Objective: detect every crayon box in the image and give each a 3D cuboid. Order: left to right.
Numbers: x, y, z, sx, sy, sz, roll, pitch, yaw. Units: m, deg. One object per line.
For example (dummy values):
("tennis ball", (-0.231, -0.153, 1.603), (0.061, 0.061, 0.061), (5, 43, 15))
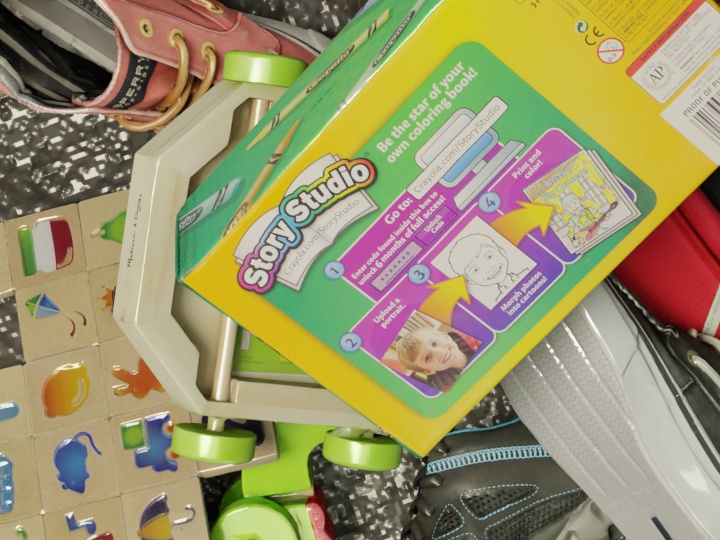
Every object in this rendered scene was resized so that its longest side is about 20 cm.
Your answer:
("crayon box", (0.041, -0.043, 0.735), (0.119, 0.058, 0.200), (37, 109, -22))

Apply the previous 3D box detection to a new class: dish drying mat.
("dish drying mat", (0.098, -0.022, 0.821), (0.076, 0.018, 0.200), (-17, 127, 39))

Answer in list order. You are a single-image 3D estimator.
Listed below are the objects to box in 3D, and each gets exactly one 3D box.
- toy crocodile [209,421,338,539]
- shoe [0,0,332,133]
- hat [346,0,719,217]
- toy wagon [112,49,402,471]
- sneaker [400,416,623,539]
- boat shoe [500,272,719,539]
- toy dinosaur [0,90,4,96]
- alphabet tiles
("toy crocodile", (-0.029, 0.149, 0.886), (0.061, 0.068, 0.202), (-3, 97, 2))
("shoe", (-0.076, -0.076, 0.838), (0.199, 0.091, 0.072), (31, 114, -3))
("hat", (0.090, -0.098, 0.835), (0.200, 0.201, 0.081), (35, 54, -2))
("toy wagon", (0.000, 0.000, 0.830), (0.199, 0.039, 0.157), (6, 94, -32))
("sneaker", (0.040, 0.115, 0.866), (0.200, 0.073, 0.082), (-39, 87, -19))
("boat shoe", (0.119, 0.057, 0.833), (0.071, 0.072, 0.201), (-38, 96, -34))
("toy dinosaur", (-0.237, -0.064, 0.870), (0.198, 0.060, 0.107), (14, 96, 0))
("alphabet tiles", (-0.118, 0.066, 0.858), (0.166, 0.008, 0.201), (-14, 67, 5))
